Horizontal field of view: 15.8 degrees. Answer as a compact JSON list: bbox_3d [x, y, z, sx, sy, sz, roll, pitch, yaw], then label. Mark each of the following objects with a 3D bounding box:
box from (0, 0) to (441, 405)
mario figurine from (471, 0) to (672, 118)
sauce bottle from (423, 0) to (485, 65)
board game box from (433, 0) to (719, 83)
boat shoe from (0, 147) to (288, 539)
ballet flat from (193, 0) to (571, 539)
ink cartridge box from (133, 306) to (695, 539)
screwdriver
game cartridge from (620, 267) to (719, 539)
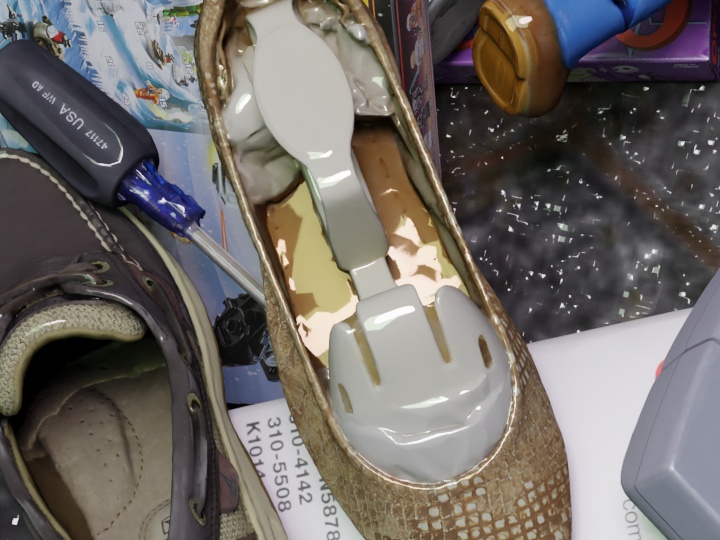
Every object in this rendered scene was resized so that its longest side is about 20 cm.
[{"bbox_3d":[-0.046,-0.052,0.811,0.136,0.040,0.201,4,119,16],"label":"box"},{"bbox_3d":[0.118,-0.115,0.814,0.199,0.124,0.106,-21,28,-12],"label":"mario figurine"},{"bbox_3d":[-0.042,-0.140,0.853,0.200,0.066,0.066,39,89,21],"label":"sauce bottle"},{"bbox_3d":[0.024,-0.123,0.881,0.198,0.032,0.121,0,80,15],"label":"board game box"},{"bbox_3d":[-0.076,0.029,0.741,0.073,0.065,0.200,-33,53,-2],"label":"boat shoe"},{"bbox_3d":[0.000,0.000,0.710,0.070,0.065,0.201,-26,77,0],"label":"ballet flat"},{"bbox_3d":[0.033,0.104,0.766,0.199,0.084,0.147,-14,72,12],"label":"ink cartridge box"},{"bbox_3d":[-0.036,-0.003,0.762,0.200,0.028,0.029,38,52,15],"label":"screwdriver"},{"bbox_3d":[0.162,0.030,0.731,0.133,0.042,0.200,44,58,1],"label":"game cartridge"}]
